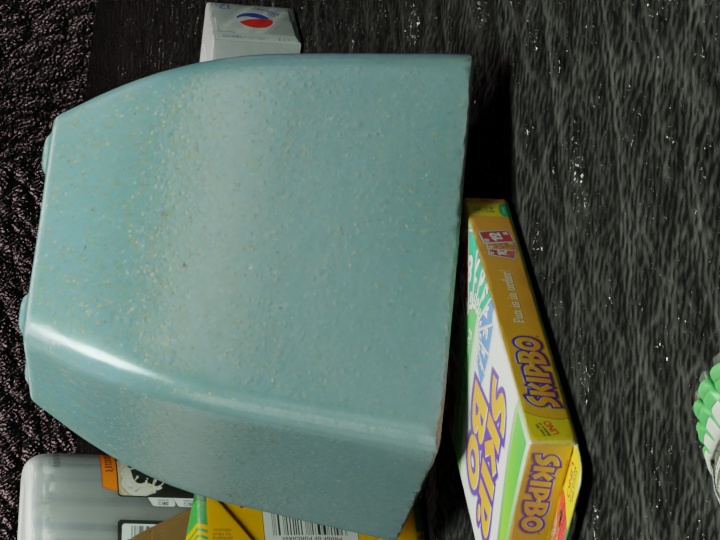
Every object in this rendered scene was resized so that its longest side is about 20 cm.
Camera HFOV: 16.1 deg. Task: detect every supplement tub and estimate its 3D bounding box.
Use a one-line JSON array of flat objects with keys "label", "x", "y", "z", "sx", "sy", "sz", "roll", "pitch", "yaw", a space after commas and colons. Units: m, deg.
[{"label": "supplement tub", "x": -0.109, "y": 0.175, "z": 1.560, "sx": 0.123, "sy": 0.199, "sz": 0.123, "roll": -178, "pitch": 90, "yaw": -79}]

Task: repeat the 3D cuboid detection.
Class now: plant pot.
[{"label": "plant pot", "x": -0.061, "y": 0.007, "z": 1.244, "sx": 0.196, "sy": 0.199, "sz": 0.197, "roll": 107, "pitch": 169, "yaw": -71}]

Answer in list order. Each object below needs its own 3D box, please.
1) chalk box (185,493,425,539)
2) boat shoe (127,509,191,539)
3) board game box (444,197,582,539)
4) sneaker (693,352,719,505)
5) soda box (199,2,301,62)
[{"label": "chalk box", "x": -0.038, "y": 0.222, "z": 1.374, "sx": 0.200, "sy": 0.124, "sz": 0.124, "roll": 102, "pitch": 166, "yaw": -47}, {"label": "boat shoe", "x": -0.059, "y": 0.163, "z": 1.453, "sx": 0.069, "sy": 0.199, "sz": 0.074, "roll": 55, "pitch": -156, "yaw": -24}, {"label": "board game box", "x": 0.064, "y": 0.062, "z": 1.129, "sx": 0.200, "sy": 0.030, "sz": 0.096, "roll": -106, "pitch": 20, "yaw": -53}, {"label": "sneaker", "x": 0.133, "y": 0.052, "z": 0.600, "sx": 0.200, "sy": 0.078, "sz": 0.086, "roll": 133, "pitch": 138, "yaw": -74}, {"label": "soda box", "x": -0.091, "y": -0.096, "z": 1.901, "sx": 0.064, "sy": 0.068, "sz": 0.201, "roll": -104, "pitch": 20, "yaw": -57}]
